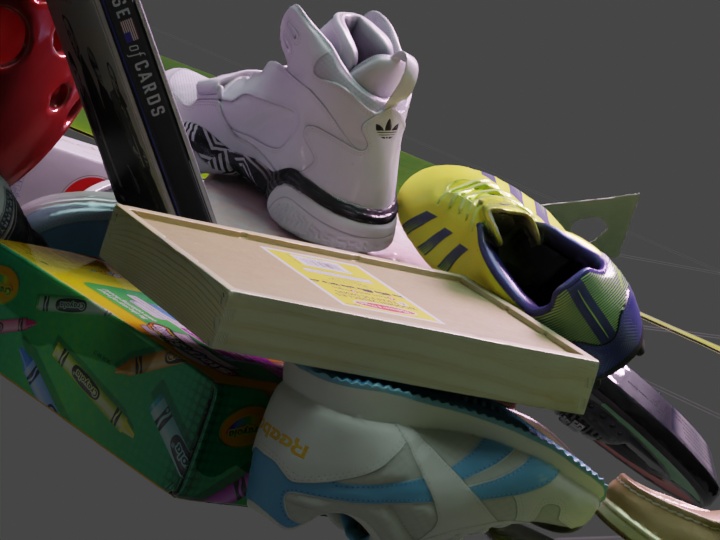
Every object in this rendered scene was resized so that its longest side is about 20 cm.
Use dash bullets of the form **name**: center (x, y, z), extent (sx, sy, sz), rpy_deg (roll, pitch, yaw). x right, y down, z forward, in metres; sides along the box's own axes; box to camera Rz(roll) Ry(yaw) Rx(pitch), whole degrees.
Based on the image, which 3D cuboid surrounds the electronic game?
- **electronic game**: center (0.135, 0.075, 1.456), extent (0.200, 0.042, 0.200), rpy_deg (39, -7, 5)

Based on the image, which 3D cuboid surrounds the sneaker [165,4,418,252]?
- **sneaker**: center (-0.041, -0.097, 1.314), extent (0.075, 0.115, 0.200), rpy_deg (-1, 25, -44)

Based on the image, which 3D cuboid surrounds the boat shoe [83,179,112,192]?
- **boat shoe**: center (-0.104, -0.011, 1.505), extent (0.060, 0.076, 0.200), rpy_deg (18, 6, 34)

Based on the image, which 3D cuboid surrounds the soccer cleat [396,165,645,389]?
- **soccer cleat**: center (0.075, -0.016, 1.222), extent (0.200, 0.065, 0.084), rpy_deg (44, -11, 50)

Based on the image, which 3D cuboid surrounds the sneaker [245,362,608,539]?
- **sneaker**: center (0.030, 0.093, 1.113), extent (0.199, 0.081, 0.076), rpy_deg (19, 8, -38)

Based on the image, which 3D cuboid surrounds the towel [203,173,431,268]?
- **towel**: center (0.000, 0.000, 1.303), extent (0.199, 0.032, 0.191), rpy_deg (16, 18, 0)

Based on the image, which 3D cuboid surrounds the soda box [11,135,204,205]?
- **soda box**: center (-0.158, -0.041, 1.616), extent (0.199, 0.064, 0.068), rpy_deg (18, 8, -21)

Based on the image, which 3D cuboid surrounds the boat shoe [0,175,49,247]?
- **boat shoe**: center (-0.262, -0.024, 1.264), extent (0.199, 0.071, 0.091), rpy_deg (11, -22, 18)

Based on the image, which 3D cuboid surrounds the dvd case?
- **dvd case**: center (-0.133, -0.120, 1.245), extent (0.025, 0.201, 0.150), rpy_deg (-22, 16, -14)

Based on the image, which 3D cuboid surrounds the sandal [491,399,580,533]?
- **sandal**: center (0.039, 0.087, 1.219), extent (0.080, 0.058, 0.201), rpy_deg (4, -25, 47)

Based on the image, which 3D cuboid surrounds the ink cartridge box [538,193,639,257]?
- **ink cartridge box**: center (0.074, 0.000, 1.532), extent (0.199, 0.048, 0.146), rpy_deg (-4, -15, -1)

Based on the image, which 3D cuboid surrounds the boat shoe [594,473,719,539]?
- **boat shoe**: center (0.220, 0.145, 1.260), extent (0.199, 0.067, 0.074), rpy_deg (24, 6, -1)

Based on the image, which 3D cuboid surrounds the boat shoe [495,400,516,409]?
- **boat shoe**: center (0.034, 0.058, 1.390), extent (0.072, 0.073, 0.200), rpy_deg (17, 4, -16)

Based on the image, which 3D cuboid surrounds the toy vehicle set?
- **toy vehicle set**: center (-0.005, 0.017, 1.098), extent (0.199, 0.027, 0.124), rpy_deg (12, 13, -32)

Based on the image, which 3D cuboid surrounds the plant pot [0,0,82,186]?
- **plant pot**: center (-0.251, -0.124, 1.372), extent (0.200, 0.183, 0.200), rpy_deg (21, -14, 5)

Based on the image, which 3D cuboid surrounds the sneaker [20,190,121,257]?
- **sneaker**: center (-0.097, 0.017, 1.321), extent (0.199, 0.080, 0.131), rpy_deg (16, 7, -22)

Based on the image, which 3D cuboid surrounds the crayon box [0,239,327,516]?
- **crayon box**: center (-0.093, 0.050, 1.169), extent (0.118, 0.059, 0.200), rpy_deg (13, 12, -44)
